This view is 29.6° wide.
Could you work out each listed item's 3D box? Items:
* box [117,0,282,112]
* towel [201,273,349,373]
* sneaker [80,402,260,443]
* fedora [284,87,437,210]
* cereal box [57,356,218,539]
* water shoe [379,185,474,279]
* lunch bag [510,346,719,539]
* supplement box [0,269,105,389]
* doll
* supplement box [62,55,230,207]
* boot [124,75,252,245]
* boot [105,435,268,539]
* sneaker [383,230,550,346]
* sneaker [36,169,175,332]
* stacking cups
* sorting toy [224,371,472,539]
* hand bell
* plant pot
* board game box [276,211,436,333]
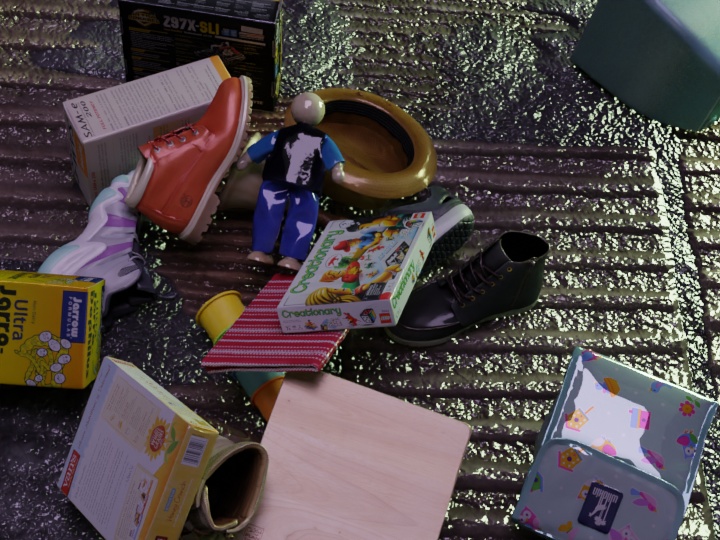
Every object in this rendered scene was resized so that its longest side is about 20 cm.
[{"bbox_3d":[-0.198,-0.280,1.699,0.197,0.161,0.050,9,53,2],"label":"box"},{"bbox_3d":[-0.066,0.054,1.454,0.143,0.023,0.200,-2,27,25],"label":"towel"},{"bbox_3d":[-0.197,0.176,1.424,0.197,0.076,0.071,7,54,0],"label":"sneaker"},{"bbox_3d":[-0.006,-0.137,1.652,0.198,0.082,0.202,11,43,-10],"label":"fedora"},{"bbox_3d":[-0.218,0.182,1.308,0.039,0.145,0.199,18,5,-36],"label":"cereal box"},{"bbox_3d":[0.039,-0.025,1.593,0.199,0.072,0.079,-31,55,-19],"label":"water shoe"},{"bbox_3d":[0.262,0.207,1.420,0.169,0.122,0.201,22,64,8],"label":"lunch bag"},{"bbox_3d":[-0.379,0.058,1.445,0.197,0.110,0.110,4,95,-2],"label":"supplement box"},{"bbox_3d":[-0.082,-0.105,1.550,0.135,0.048,0.203,13,87,18],"label":"doll"},{"bbox_3d":[-0.248,-0.166,1.633,0.198,0.127,0.074,-20,59,-19],"label":"supplement box"},{"bbox_3d":[-0.193,-0.142,1.553,0.106,0.075,0.202,25,85,-18],"label":"boot"},{"bbox_3d":[-0.172,0.245,1.314,0.073,0.155,0.201,44,71,-15],"label":"boot"},{"bbox_3d":[0.119,0.014,1.550,0.198,0.107,0.075,-18,58,-18],"label":"sneaker"},{"bbox_3d":[-0.262,-0.013,1.560,0.139,0.078,0.201,28,66,13],"label":"sneaker"},{"bbox_3d":[-0.105,0.115,1.492,0.060,0.061,0.201,-27,65,-23],"label":"stacking cups"},{"bbox_3d":[-0.012,0.224,1.381,0.198,0.070,0.201,19,70,3],"label":"sorting toy"},{"bbox_3d":[-0.062,-0.069,1.622,0.199,0.104,0.105,30,56,0],"label":"hand bell"},{"bbox_3d":[0.428,-0.302,1.761,0.195,0.197,0.201,-31,70,-25],"label":"plant pot"},{"bbox_3d":[0.000,0.000,1.463,0.125,0.035,0.200,-5,27,19],"label":"board game box"}]
